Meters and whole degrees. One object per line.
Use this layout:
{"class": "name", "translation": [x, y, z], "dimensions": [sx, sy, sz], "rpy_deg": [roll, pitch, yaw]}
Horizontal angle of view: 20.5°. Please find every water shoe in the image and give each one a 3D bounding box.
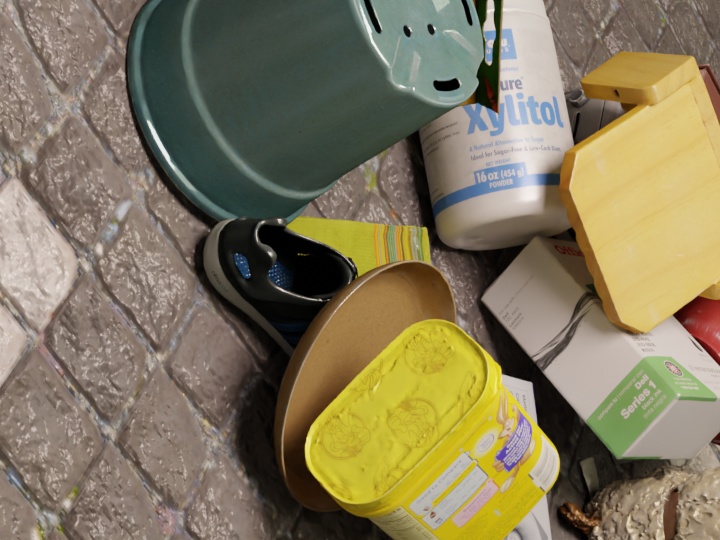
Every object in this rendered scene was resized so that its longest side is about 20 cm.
{"class": "water shoe", "translation": [-0.028, 0.026, 1.469], "dimensions": [0.200, 0.079, 0.072], "rpy_deg": [33, 61, -37]}

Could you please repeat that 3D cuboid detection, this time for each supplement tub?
{"class": "supplement tub", "translation": [0.114, -0.128, 1.717], "dimensions": [0.132, 0.132, 0.200], "rpy_deg": [7, 69, -54]}

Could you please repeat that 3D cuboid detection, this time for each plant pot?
{"class": "plant pot", "translation": [0.000, 0.082, 1.463], "dimensions": [0.200, 0.027, 0.200], "rpy_deg": [-34, 136, -40]}
{"class": "plant pot", "translation": [-0.030, -0.154, 1.445], "dimensions": [0.200, 0.196, 0.200], "rpy_deg": [28, 51, -41]}

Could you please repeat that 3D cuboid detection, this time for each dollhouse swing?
{"class": "dollhouse swing", "translation": [0.229, -0.061, 1.725], "dimensions": [0.176, 0.182, 0.200], "rpy_deg": [-28, 107, -16]}

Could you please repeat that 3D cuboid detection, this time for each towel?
{"class": "towel", "translation": [0.000, 0.000, 1.592], "dimensions": [0.200, 0.018, 0.086], "rpy_deg": [4, 71, -54]}

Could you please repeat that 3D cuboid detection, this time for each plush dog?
{"class": "plush dog", "translation": [0.287, 0.228, 1.757], "dimensions": [0.160, 0.172, 0.200], "rpy_deg": [42, 44, -36]}

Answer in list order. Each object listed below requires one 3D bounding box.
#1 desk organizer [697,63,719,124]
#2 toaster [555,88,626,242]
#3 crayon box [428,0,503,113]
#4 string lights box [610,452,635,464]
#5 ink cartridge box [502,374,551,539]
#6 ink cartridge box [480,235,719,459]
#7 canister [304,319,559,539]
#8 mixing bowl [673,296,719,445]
{"class": "desk organizer", "translation": [0.321, -0.090, 1.854], "dimensions": [0.200, 0.072, 0.077], "rpy_deg": [55, 45, -35]}
{"class": "toaster", "translation": [0.245, -0.074, 1.900], "dimensions": [0.200, 0.114, 0.129], "rpy_deg": [53, 41, -33]}
{"class": "crayon box", "translation": [0.035, -0.202, 1.547], "dimensions": [0.051, 0.200, 0.127], "rpy_deg": [-13, 115, -31]}
{"class": "string lights box", "translation": [0.298, 0.112, 1.932], "dimensions": [0.200, 0.059, 0.103], "rpy_deg": [-17, 89, -57]}
{"class": "ink cartridge box", "translation": [0.117, 0.183, 1.652], "dimensions": [0.200, 0.041, 0.200], "rpy_deg": [18, 61, -51]}
{"class": "ink cartridge box", "translation": [0.221, 0.068, 1.738], "dimensions": [0.146, 0.084, 0.200], "rpy_deg": [7, 38, -55]}
{"class": "canister", "translation": [0.059, 0.137, 1.465], "dimensions": [0.087, 0.149, 0.200], "rpy_deg": [43, -3, 32]}
{"class": "mixing bowl", "translation": [0.345, 0.086, 1.816], "dimensions": [0.108, 0.200, 0.200], "rpy_deg": [-19, 90, -31]}
